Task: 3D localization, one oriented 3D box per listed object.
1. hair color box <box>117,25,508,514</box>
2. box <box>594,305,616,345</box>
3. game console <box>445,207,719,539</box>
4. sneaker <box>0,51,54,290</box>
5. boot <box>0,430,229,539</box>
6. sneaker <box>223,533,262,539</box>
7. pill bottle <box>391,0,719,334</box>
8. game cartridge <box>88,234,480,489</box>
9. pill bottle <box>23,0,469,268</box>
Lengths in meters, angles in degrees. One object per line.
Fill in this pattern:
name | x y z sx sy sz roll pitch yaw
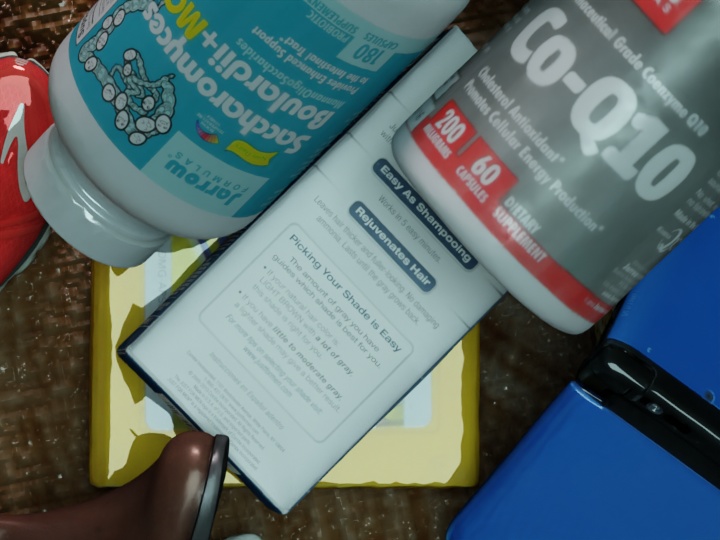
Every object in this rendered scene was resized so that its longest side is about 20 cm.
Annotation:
hair color box | 0.000 0.000 1.240 0.200 0.061 0.100 -44 95 -7
box | 0.129 0.029 1.299 0.039 0.041 0.201 -6 92 -9
game console | 0.168 0.096 1.276 0.200 0.118 0.171 36 53 -8
sneaker | -0.183 -0.002 1.228 0.077 0.085 0.200 31 86 -9
boot | -0.170 0.099 1.201 0.200 0.188 0.069 27 43 -12
sneaker | 0.002 0.188 1.265 0.200 0.074 0.087 32 74 -10
pill bottle | 0.119 -0.080 1.149 0.200 0.114 0.114 -44 96 9
game cartridge | -0.033 -0.003 1.278 0.176 0.032 0.201 0 91 -9
pill bottle | -0.053 -0.088 1.178 0.111 0.111 0.200 42 118 -6
